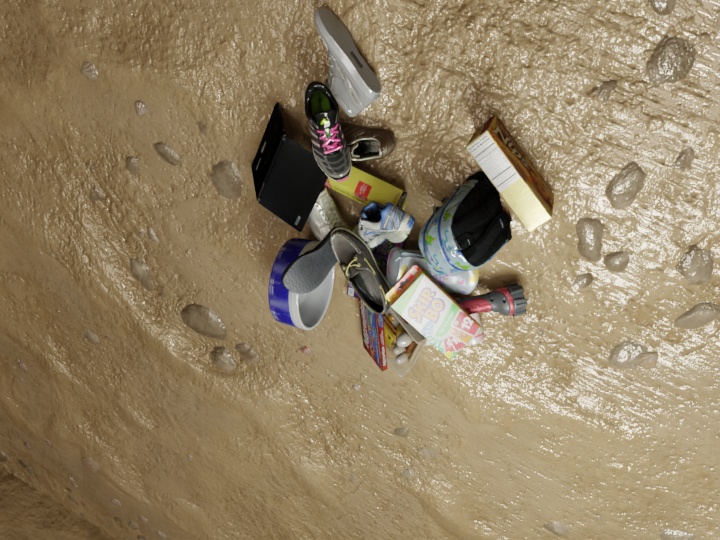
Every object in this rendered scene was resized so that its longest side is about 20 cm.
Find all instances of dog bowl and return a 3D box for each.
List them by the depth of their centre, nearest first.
[{"bbox_3d":[-0.133,0.030,1.285,0.077,0.201,0.205,10,121,20],"label":"dog bowl"}]

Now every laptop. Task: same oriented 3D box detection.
[{"bbox_3d":[-0.159,-0.226,1.215,0.101,0.203,0.179,11,131,-29],"label":"laptop"}]

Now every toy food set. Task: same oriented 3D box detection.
[{"bbox_3d":[0.075,0.151,1.283,0.144,0.060,0.202,51,153,20],"label":"toy food set"}]

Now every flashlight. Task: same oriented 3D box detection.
[{"bbox_3d":[0.251,0.081,1.175,0.194,0.068,0.070,-14,75,-3],"label":"flashlight"}]

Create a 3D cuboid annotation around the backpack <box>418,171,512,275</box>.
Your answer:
[{"bbox_3d":[0.204,-0.075,1.083,0.151,0.201,0.166,-18,110,31],"label":"backpack"}]

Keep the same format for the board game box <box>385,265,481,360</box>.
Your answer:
[{"bbox_3d":[0.148,0.087,1.127,0.199,0.030,0.096,42,103,-14],"label":"board game box"}]

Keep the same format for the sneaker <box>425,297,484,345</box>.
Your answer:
[{"bbox_3d":[0.187,0.114,1.275,0.196,0.075,0.108,-6,100,35],"label":"sneaker"}]

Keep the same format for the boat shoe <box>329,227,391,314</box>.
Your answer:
[{"bbox_3d":[0.000,0.000,1.159,0.071,0.061,0.203,-35,95,23],"label":"boat shoe"}]

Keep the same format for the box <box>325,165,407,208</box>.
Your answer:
[{"bbox_3d":[0.005,-0.176,1.184,0.196,0.075,0.051,27,84,7],"label":"box"}]

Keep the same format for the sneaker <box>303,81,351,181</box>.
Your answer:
[{"bbox_3d":[-0.067,-0.275,1.078,0.072,0.087,0.206,-15,91,-2],"label":"sneaker"}]

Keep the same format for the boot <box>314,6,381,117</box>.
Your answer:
[{"bbox_3d":[-0.047,-0.404,1.092,0.095,0.073,0.203,-29,96,41],"label":"boot"}]

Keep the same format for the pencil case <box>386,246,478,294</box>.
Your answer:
[{"bbox_3d":[0.152,0.001,1.165,0.194,0.085,0.091,5,153,-16],"label":"pencil case"}]

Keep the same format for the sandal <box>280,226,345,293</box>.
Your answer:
[{"bbox_3d":[-0.094,-0.018,1.185,0.042,0.199,0.077,-1,123,49],"label":"sandal"}]

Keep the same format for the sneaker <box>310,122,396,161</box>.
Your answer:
[{"bbox_3d":[-0.025,-0.265,1.153,0.194,0.076,0.072,3,119,21],"label":"sneaker"}]

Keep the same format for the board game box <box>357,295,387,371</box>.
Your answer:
[{"bbox_3d":[0.027,0.128,1.300,0.019,0.103,0.205,-18,124,-18],"label":"board game box"}]

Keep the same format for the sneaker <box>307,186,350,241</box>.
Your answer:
[{"bbox_3d":[-0.082,-0.128,1.234,0.201,0.073,0.085,48,152,-2],"label":"sneaker"}]

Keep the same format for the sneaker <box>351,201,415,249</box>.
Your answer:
[{"bbox_3d":[0.030,-0.105,1.148,0.085,0.078,0.198,38,156,-22],"label":"sneaker"}]

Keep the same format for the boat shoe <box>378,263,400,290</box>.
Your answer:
[{"bbox_3d":[0.082,0.006,1.232,0.194,0.076,0.073,8,119,-15],"label":"boat shoe"}]

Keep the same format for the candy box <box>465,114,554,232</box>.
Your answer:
[{"bbox_3d":[0.285,-0.184,1.039,0.055,0.116,0.201,-35,100,33],"label":"candy box"}]

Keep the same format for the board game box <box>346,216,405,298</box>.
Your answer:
[{"bbox_3d":[0.035,-0.015,1.293,0.117,0.032,0.205,19,123,16],"label":"board game box"}]
